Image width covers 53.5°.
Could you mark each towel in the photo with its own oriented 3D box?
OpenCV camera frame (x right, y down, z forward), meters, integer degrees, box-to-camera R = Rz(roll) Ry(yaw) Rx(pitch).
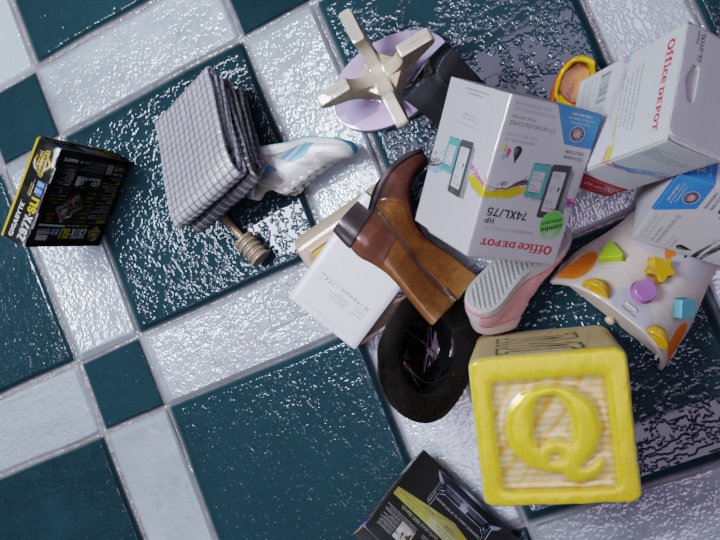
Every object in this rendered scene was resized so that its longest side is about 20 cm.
[{"bbox_3d":[-0.233,-0.182,1.100,0.165,0.085,0.201,-34,61,34],"label":"towel"}]

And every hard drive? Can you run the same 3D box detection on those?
[{"bbox_3d":[0.000,0.000,1.083,0.132,0.027,0.200,38,102,6],"label":"hard drive"}]

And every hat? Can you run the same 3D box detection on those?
[{"bbox_3d":[0.084,0.121,1.065,0.081,0.199,0.202,-4,92,56],"label":"hat"}]

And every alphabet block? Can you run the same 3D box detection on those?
[{"bbox_3d":[0.258,0.188,0.969,0.195,0.200,0.197,-8,91,13],"label":"alphabet block"}]

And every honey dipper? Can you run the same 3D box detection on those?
[{"bbox_3d":[-0.225,-0.089,1.163,0.038,0.038,0.200,-45,80,11],"label":"honey dipper"}]

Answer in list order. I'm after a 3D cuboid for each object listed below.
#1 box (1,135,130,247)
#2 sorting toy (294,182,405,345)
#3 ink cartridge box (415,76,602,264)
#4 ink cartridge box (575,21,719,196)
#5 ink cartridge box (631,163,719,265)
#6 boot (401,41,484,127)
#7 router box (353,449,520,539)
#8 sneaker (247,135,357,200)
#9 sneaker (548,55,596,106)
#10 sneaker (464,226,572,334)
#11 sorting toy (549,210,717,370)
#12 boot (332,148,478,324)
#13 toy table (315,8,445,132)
[{"bbox_3d":[-0.458,-0.119,1.133,0.049,0.200,0.161,27,98,9],"label":"box"},{"bbox_3d":[0.016,-0.012,1.106,0.185,0.036,0.201,-33,84,13],"label":"sorting toy"},{"bbox_3d":[0.185,-0.129,0.931,0.146,0.146,0.201,4,110,-26],"label":"ink cartridge box"},{"bbox_3d":[0.348,-0.187,0.877,0.082,0.200,0.147,18,80,-17],"label":"ink cartridge box"},{"bbox_3d":[0.476,-0.080,0.918,0.199,0.146,0.085,18,59,6],"label":"ink cartridge box"},{"bbox_3d":[0.130,-0.190,0.999,0.165,0.200,0.066,-53,36,1],"label":"boot"},{"bbox_3d":[0.115,0.390,1.041,0.200,0.157,0.052,42,143,9],"label":"router box"},{"bbox_3d":[-0.095,-0.160,1.111,0.199,0.076,0.081,-8,88,23],"label":"sneaker"},{"bbox_3d":[0.282,-0.206,1.015,0.072,0.077,0.202,12,96,11],"label":"sneaker"},{"bbox_3d":[0.228,0.015,1.045,0.200,0.105,0.075,-41,58,-17],"label":"sneaker"},{"bbox_3d":[0.405,0.002,0.997,0.200,0.107,0.180,39,81,9],"label":"sorting toy"},{"bbox_3d":[0.091,-0.054,1.015,0.200,0.069,0.188,41,65,2],"label":"boot"},{"bbox_3d":[0.033,-0.288,1.052,0.200,0.117,0.184,-40,83,13],"label":"toy table"}]
